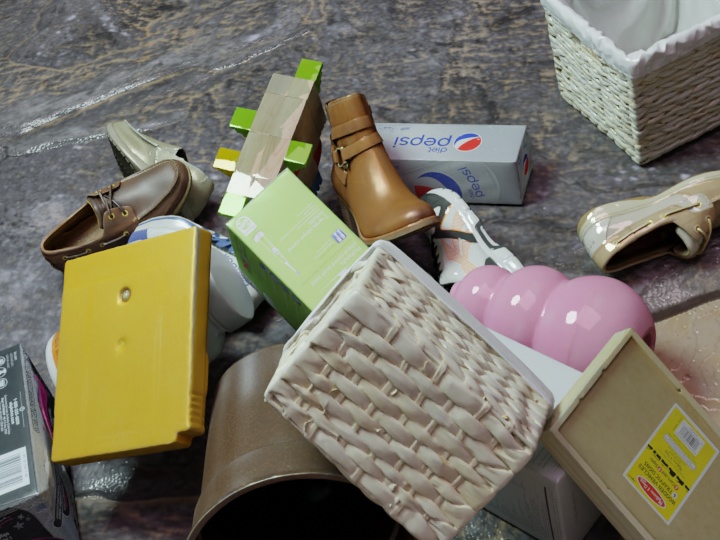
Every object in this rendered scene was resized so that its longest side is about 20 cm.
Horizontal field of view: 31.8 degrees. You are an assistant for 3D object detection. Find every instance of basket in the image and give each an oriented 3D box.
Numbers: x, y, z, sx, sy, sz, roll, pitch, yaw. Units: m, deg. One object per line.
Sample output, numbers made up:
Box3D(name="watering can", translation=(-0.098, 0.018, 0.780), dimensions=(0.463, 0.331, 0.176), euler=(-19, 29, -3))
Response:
Box3D(name="basket", translation=(0.039, 0.098, 0.984), dimensions=(0.136, 0.200, 0.123), euler=(-48, 2, 17))
Box3D(name="basket", translation=(0.336, -0.256, 1.434), dimensions=(0.198, 0.162, 0.199), euler=(-26, 44, -10))

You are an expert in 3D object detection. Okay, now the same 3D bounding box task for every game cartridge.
Box3D(name="game cartridge", translation=(-0.213, 0.073, 1.183), dimensions=(0.174, 0.032, 0.203), euler=(-12, 69, 32))

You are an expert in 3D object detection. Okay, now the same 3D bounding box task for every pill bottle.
Box3D(name="pill bottle", translation=(-0.210, 0.064, 1.279), dimensions=(0.199, 0.112, 0.113), euler=(-33, 41, 13))

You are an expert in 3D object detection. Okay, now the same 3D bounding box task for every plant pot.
Box3D(name="plant pot", translation=(-0.056, 0.181, 1.104), dimensions=(0.197, 0.202, 0.199), euler=(-14, 36, 3))

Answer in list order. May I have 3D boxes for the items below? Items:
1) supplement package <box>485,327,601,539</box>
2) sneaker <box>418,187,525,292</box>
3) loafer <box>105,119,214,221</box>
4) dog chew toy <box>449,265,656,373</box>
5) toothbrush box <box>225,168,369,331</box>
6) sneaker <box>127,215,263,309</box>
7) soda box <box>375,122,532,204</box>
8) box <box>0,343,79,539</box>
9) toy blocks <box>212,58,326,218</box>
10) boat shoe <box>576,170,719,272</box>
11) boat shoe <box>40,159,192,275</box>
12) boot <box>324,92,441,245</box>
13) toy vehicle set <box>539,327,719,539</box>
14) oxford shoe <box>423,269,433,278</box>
Box3D(name="supplement package", translation=(0.129, 0.140, 1.131), dimensions=(0.199, 0.115, 0.110), euler=(26, 57, 35))
Box3D(name="sneaker", translation=(0.101, -0.015, 1.329), dimensions=(0.079, 0.074, 0.200), euler=(-29, 44, -10))
Box3D(name="loafer", translation=(-0.245, -0.125, 1.556), dimensions=(0.068, 0.076, 0.200), euler=(-33, 55, -19))
Box3D(name="dog chew toy", translation=(0.174, 0.052, 1.194), dimensions=(0.198, 0.125, 0.125), euler=(20, 54, 29))
Box3D(name="toothbrush box", translation=(-0.029, 0.021, 1.221), dimensions=(0.086, 0.146, 0.200), euler=(-41, 74, -13))
Box3D(name="sneaker", translation=(-0.187, 0.013, 1.386), dimensions=(0.197, 0.081, 0.116), euler=(11, 48, 25))
Box3D(name="soda box", translation=(0.093, -0.123, 1.447), dimensions=(0.197, 0.064, 0.069), euler=(3, 45, 20))
Box3D(name="box", translation=(-0.356, 0.196, 1.230), dimensions=(0.131, 0.116, 0.201), euler=(-21, 45, -3))
Box3D(name="toy blocks", translation=(-0.085, -0.113, 1.402), dimensions=(0.099, 0.137, 0.202), euler=(13, 67, 16))
Box3D(name="boat shoe", translation=(0.325, -0.044, 1.295), dimensions=(0.197, 0.074, 0.070), euler=(-17, 55, 2))
Box3D(name="boat shoe", translation=(-0.283, -0.062, 1.460), dimensions=(0.199, 0.068, 0.073), euler=(-35, 61, 10))
Box3D(name="boot", translation=(0.018, -0.113, 1.346), dimensions=(0.076, 0.158, 0.200), euler=(-14, 11, -14))
Box3D(name="toy vehicle set", translation=(0.247, 0.163, 1.038), dimensions=(0.200, 0.026, 0.124), euler=(48, 63, -3))
Box3D(name="oxford shoe", translation=(0.000, 0.000, 1.331), dimensions=(0.198, 0.058, 0.075), euler=(24, 42, 23))
